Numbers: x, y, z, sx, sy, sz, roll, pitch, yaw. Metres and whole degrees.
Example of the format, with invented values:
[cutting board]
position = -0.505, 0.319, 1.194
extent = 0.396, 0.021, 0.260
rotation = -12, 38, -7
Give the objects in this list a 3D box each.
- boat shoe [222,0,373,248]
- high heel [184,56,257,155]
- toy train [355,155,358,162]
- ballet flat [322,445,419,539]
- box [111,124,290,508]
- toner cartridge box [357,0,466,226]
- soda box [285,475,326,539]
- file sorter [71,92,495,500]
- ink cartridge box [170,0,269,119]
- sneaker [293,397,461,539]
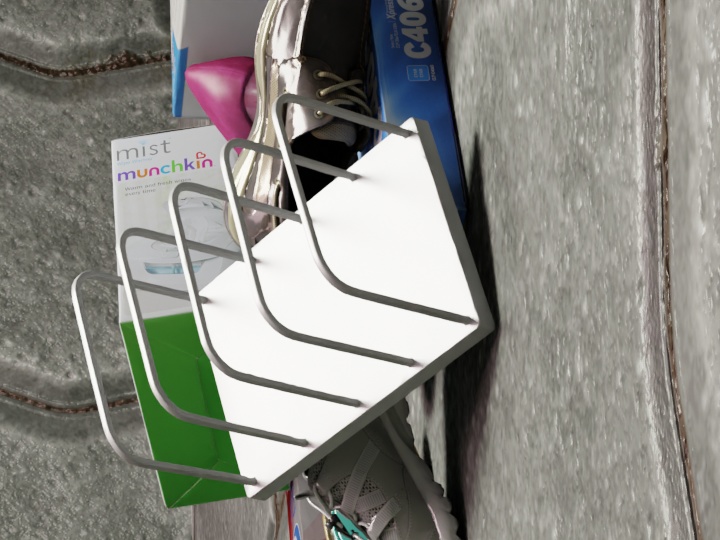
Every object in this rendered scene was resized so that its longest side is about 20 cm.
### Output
[boat shoe]
position = -0.022, -0.096, 1.641
extent = 0.073, 0.074, 0.201
rotation = 30, 114, 47
[high heel]
position = -0.051, -0.075, 1.868
extent = 0.068, 0.096, 0.200
rotation = -57, -31, -30
[toy train]
position = 0.000, 0.000, 1.741
extent = 0.200, 0.085, 0.114
rotation = -105, 4, -54
[ballet flat]
position = 0.015, 0.186, 1.678
extent = 0.063, 0.068, 0.201
rotation = 77, -174, -52
[box]
position = -0.108, 0.030, 1.886
extent = 0.200, 0.096, 0.177
rotation = 81, 180, -47
[toner cartridge box]
position = 0.026, -0.078, 1.649
extent = 0.095, 0.043, 0.201
rotation = 98, 169, -47
[soda box]
position = -0.016, 0.172, 1.895
extent = 0.070, 0.063, 0.201
rotation = 100, 167, -53
[file sorter]
position = -0.052, 0.014, 1.521
extent = 0.200, 0.124, 0.139
rotation = -39, 54, 34
[ink cartridge box]
position = -0.058, -0.225, 1.880
extent = 0.147, 0.144, 0.201
rotation = 101, 168, -53
[sneaker]
position = 0.002, 0.134, 1.609
extent = 0.075, 0.082, 0.201
rotation = 111, 139, -70
